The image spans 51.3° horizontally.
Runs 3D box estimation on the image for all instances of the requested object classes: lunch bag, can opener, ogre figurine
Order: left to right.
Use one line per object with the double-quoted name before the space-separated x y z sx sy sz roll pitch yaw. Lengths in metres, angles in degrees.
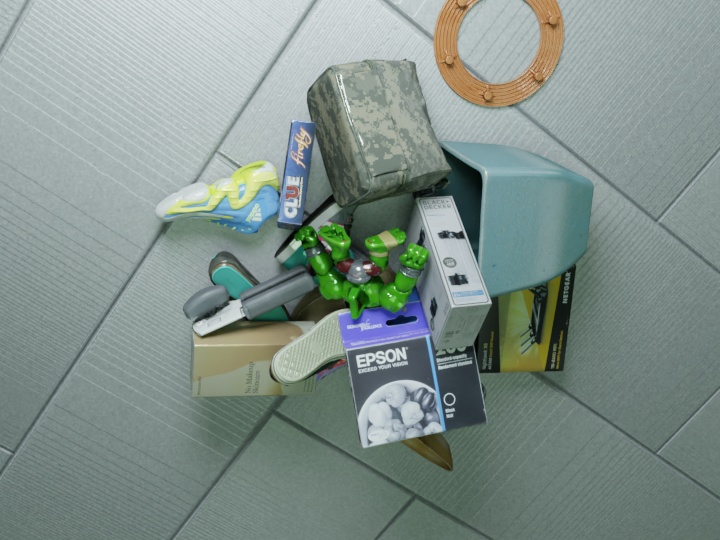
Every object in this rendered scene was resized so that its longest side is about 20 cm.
"can opener" -0.171 0.037 1.145 0.199 0.053 0.067 -25 123 -3
"ogre figurine" 0.000 0.000 1.113 0.198 0.098 0.121 0 122 2
"lunch bag" 0.034 -0.199 1.084 0.167 0.139 0.202 -17 88 -23

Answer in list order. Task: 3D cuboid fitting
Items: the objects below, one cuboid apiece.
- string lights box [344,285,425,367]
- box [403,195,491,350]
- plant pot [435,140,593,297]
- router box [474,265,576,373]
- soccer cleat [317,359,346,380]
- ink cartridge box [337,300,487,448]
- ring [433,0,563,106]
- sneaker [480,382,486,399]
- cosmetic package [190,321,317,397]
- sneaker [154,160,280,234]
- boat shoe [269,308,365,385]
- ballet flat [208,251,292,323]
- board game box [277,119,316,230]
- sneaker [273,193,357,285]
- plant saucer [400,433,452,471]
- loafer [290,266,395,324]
"string lights box" 0.080 0.114 1.208 0.200 0.059 0.103 -47 134 -6
"box" 0.123 0.001 1.107 0.060 0.201 0.117 -6 143 -13
"plant pot" 0.237 -0.087 1.148 0.198 0.196 0.198 -5 112 -14
"router box" 0.274 0.075 1.280 0.156 0.052 0.202 -2 112 -4
"soccer cleat" -0.031 0.137 1.268 0.199 0.077 0.067 -30 110 7
"ink cartridge box" 0.077 0.146 1.117 0.196 0.043 0.202 -9 82 -12
"ring" 0.209 -0.347 1.127 0.198 0.019 0.202 -2 111 -4
"sneaker" 0.111 0.201 1.170 0.199 0.084 0.075 -18 99 -32
"cosmetic package" -0.169 0.140 1.194 0.198 0.071 0.106 0 118 -15
"sneaker" -0.213 -0.091 1.165 0.198 0.076 0.106 -19 112 2
"boat shoe" -0.057 0.115 1.140 0.199 0.062 0.075 -28 87 -33
"ballet flat" -0.172 0.041 1.219 0.068 0.069 0.200 -30 123 6
"board game box" -0.094 -0.129 1.073 0.034 0.200 0.137 8 89 -7
"sneaker" -0.029 -0.047 1.190 0.200 0.084 0.121 -41 105 19
"plant saucer" 0.082 0.271 1.284 0.200 0.200 0.036 41 76 -18
"loafer" -0.031 0.056 1.241 0.199 0.068 0.076 -33 110 9
